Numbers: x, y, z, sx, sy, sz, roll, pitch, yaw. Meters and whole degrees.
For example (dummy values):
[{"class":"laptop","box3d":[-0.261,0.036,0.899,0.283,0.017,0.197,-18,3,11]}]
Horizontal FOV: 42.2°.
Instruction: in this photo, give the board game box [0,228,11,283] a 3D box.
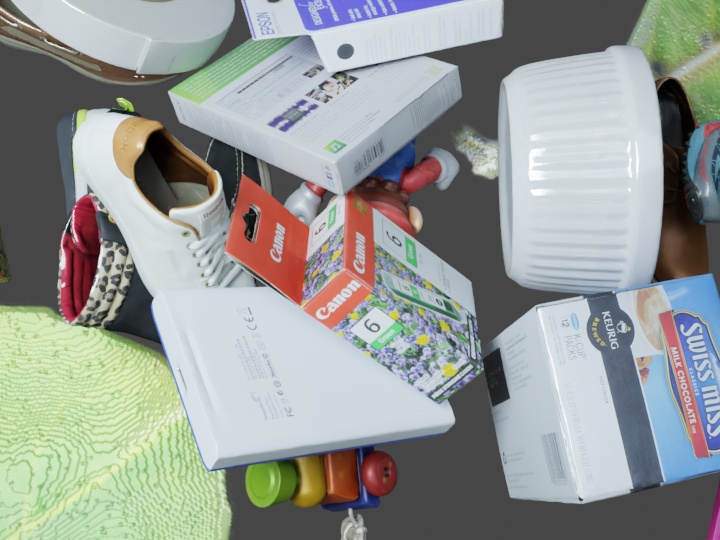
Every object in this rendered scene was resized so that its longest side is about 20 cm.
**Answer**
[{"class":"board game box","box3d":[-0.397,-0.070,0.776,0.164,0.057,0.201,-15,78,-8]}]

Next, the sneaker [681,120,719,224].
[{"class":"sneaker","box3d":[0.341,-0.099,0.773,0.200,0.095,0.080,-32,113,-35]}]

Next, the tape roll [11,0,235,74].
[{"class":"tape roll","box3d":[-0.202,-0.246,0.781,0.202,0.037,0.204,22,40,-20]}]

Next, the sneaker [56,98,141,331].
[{"class":"sneaker","box3d":[-0.198,-0.052,0.776,0.082,0.072,0.201,-11,77,-7]}]

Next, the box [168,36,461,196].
[{"class":"box","box3d":[-0.039,-0.141,0.755,0.199,0.036,0.144,28,56,35]}]

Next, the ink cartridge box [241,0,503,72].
[{"class":"ink cartridge box","box3d":[-0.003,-0.233,0.791,0.199,0.044,0.199,-10,38,-6]}]

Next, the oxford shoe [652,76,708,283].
[{"class":"oxford shoe","box3d":[0.269,-0.072,0.813,0.071,0.071,0.201,-6,79,-7]}]

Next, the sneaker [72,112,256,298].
[{"class":"sneaker","box3d":[-0.119,-0.023,0.659,0.084,0.200,0.073,7,52,41]}]

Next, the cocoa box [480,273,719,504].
[{"class":"cocoa box","box3d":[0.182,0.095,0.699,0.130,0.200,0.134,-9,77,-6]}]

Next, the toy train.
[{"class":"toy train","box3d":[-0.037,0.162,0.702,0.115,0.084,0.201,9,70,-48]}]

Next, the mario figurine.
[{"class":"mario figurine","box3d":[0.009,-0.074,0.807,0.123,0.106,0.201,-7,61,31]}]

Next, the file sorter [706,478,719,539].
[{"class":"file sorter","box3d":[0.386,0.143,0.740,0.138,0.125,0.201,18,76,1]}]

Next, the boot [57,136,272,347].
[{"class":"boot","box3d":[-0.151,-0.032,0.737,0.150,0.073,0.201,16,78,-44]}]

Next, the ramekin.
[{"class":"ramekin","box3d":[0.167,-0.076,0.747,0.104,0.200,0.202,-1,76,5]}]

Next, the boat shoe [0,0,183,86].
[{"class":"boat shoe","box3d":[-0.242,-0.215,0.812,0.199,0.072,0.076,12,76,-1]}]

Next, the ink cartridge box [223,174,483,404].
[{"class":"ink cartridge box","box3d":[0.000,0.000,0.678,0.200,0.109,0.050,37,118,-22]}]

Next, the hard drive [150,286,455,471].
[{"class":"hard drive","box3d":[-0.038,0.069,0.671,0.199,0.025,0.132,-1,51,-37]}]
